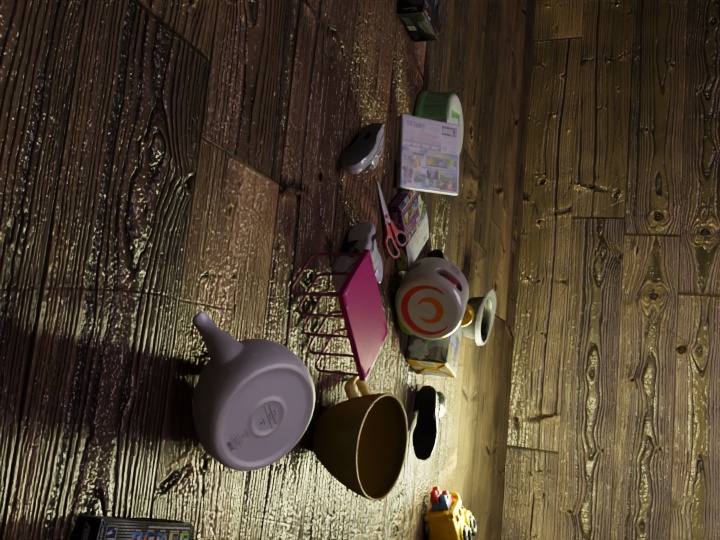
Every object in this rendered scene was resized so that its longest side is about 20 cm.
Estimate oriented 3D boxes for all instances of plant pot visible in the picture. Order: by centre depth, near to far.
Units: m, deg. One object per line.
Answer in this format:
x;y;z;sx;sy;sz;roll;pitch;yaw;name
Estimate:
-0.012;0.338;1.447;0.198;0.139;0.206;-7;98;-57;plant pot

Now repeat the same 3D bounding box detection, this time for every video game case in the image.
0.178;-0.299;1.893;0.196;0.022;0.188;3;88;-34;video game case
0.131;-0.127;1.917;0.201;0.035;0.186;-54;141;-54;video game case

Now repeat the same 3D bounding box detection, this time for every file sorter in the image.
-0.041;0.082;1.392;0.140;0.122;0.204;-59;143;-48;file sorter

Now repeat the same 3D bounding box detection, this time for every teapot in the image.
-0.169;0.183;1.072;0.194;0.145;0.205;13;102;-42;teapot

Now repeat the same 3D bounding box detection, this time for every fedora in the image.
0.410;0.163;2.574;0.177;0.088;0.205;51;52;-56;fedora

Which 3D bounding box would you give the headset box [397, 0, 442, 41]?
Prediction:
0.159;-0.721;1.876;0.148;0.075;0.206;27;68;-66;headset box

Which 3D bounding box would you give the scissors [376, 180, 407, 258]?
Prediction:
0.062;-0.118;1.767;0.073;0.014;0.202;-45;128;-21;scissors

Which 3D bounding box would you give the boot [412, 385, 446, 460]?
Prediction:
0.207;0.444;2.119;0.153;0.071;0.210;32;63;-68;boot

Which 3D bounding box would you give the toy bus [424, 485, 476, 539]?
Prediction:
0.269;0.757;2.260;0.199;0.133;0.197;-21;96;-68;toy bus

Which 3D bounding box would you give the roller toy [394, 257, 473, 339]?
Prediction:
0.188;0.068;1.875;0.140;0.194;0.187;-56;140;-60;roller toy

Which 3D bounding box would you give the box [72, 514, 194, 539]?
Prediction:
-0.293;0.409;0.898;0.200;0.046;0.199;44;50;-61;box

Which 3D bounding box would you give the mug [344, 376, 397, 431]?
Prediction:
0.036;0.334;1.597;0.153;0.145;0.192;-29;125;-73;mug

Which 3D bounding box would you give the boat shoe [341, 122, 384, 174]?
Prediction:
0.016;-0.250;1.569;0.201;0.072;0.067;-59;140;-48;boat shoe

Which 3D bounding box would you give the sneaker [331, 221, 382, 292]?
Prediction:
0.000;0.000;1.549;0.202;0.073;0.117;-70;149;-45;sneaker

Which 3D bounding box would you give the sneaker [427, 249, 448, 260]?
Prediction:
0.236;0.044;2.151;0.093;0.069;0.206;15;76;-61;sneaker

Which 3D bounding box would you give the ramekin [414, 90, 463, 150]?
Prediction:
0.223;-0.401;2.037;0.199;0.095;0.206;2;90;-68;ramekin

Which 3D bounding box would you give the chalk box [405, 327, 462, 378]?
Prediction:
0.212;0.180;2.037;0.124;0.121;0.205;54;45;-56;chalk box
